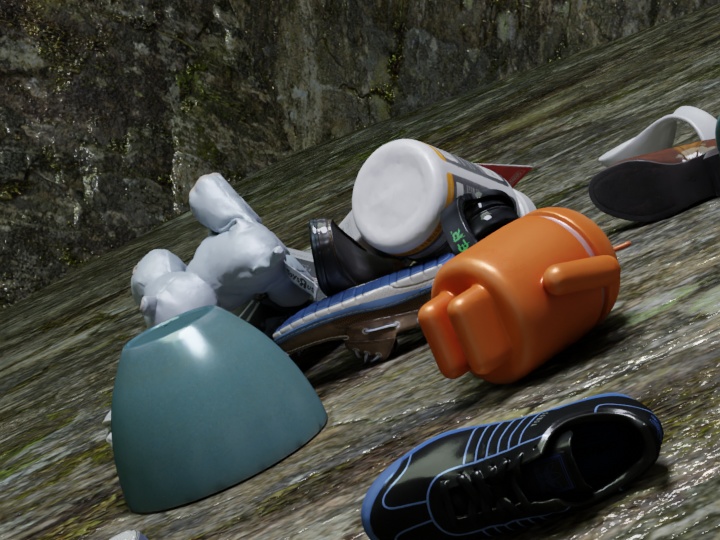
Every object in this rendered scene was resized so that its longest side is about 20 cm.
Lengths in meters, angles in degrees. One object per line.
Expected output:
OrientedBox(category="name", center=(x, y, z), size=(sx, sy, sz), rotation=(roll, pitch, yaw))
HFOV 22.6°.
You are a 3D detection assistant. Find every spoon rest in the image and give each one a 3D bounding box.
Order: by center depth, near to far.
OrientedBox(category="spoon rest", center=(0.359, -0.157, 2.141), size=(0.099, 0.061, 0.199), rotation=(-28, 11, -27))

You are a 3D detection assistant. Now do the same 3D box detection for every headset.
OrientedBox(category="headset", center=(0.131, -0.010, 1.735), size=(0.094, 0.124, 0.200), rotation=(-40, -13, 22))

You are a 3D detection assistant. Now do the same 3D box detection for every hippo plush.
OrientedBox(category="hippo plush", center=(-0.144, 0.022, 1.845), size=(0.161, 0.159, 0.200), rotation=(-42, 45, 0))

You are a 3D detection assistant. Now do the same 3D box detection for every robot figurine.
OrientedBox(category="robot figurine", center=(0.140, 0.019, 1.501), size=(0.199, 0.116, 0.145), rotation=(-31, -28, -38))

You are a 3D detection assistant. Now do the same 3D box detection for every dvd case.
OrientedBox(category="dvd case", center=(-0.111, 0.045, 1.910), size=(0.149, 0.025, 0.200), rotation=(14, 45, 25))

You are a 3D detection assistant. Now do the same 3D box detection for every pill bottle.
OrientedBox(category="pill bottle", center=(0.092, -0.057, 1.843), size=(0.116, 0.118, 0.199), rotation=(-17, -21, 35))

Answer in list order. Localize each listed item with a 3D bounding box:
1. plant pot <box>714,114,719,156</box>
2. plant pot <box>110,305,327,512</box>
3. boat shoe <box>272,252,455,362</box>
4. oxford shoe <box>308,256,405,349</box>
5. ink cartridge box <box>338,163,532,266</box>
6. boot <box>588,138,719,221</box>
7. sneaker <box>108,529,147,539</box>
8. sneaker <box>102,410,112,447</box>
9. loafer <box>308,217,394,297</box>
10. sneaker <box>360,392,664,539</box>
OrientedBox(category="plant pot", center=(0.415, -0.146, 1.564), size=(0.188, 0.201, 0.200), rotation=(-44, 17, -24))
OrientedBox(category="plant pot", center=(-0.147, 0.112, 1.631), size=(0.199, 0.136, 0.200), rotation=(-23, 9, 4))
OrientedBox(category="boat shoe", center=(0.012, 0.051, 1.771), size=(0.198, 0.073, 0.072), rotation=(-21, 9, 12))
OrientedBox(category="oxford shoe", center=(-0.016, 0.045, 1.978), size=(0.199, 0.072, 0.071), rotation=(-26, 39, -31))
OrientedBox(category="ink cartridge box", center=(0.076, -0.055, 2.013), size=(0.175, 0.045, 0.200), rotation=(3, -30, -28))
OrientedBox(category="boot", center=(0.351, -0.120, 1.920), size=(0.187, 0.069, 0.200), rotation=(-20, 9, 25))
OrientedBox(category="sneaker", center=(-0.229, 0.230, 1.310), size=(0.077, 0.086, 0.200), rotation=(-15, 12, 43))
OrientedBox(category="sneaker", center=(-0.230, 0.146, 1.861), size=(0.080, 0.071, 0.200), rotation=(-34, 7, -2))
OrientedBox(category="loafer", center=(0.000, 0.000, 1.844), size=(0.072, 0.073, 0.200), rotation=(-13, -28, 13))
OrientedBox(category="sneaker", center=(0.094, 0.127, 1.125), size=(0.198, 0.071, 0.078), rotation=(-23, 2, 0))
